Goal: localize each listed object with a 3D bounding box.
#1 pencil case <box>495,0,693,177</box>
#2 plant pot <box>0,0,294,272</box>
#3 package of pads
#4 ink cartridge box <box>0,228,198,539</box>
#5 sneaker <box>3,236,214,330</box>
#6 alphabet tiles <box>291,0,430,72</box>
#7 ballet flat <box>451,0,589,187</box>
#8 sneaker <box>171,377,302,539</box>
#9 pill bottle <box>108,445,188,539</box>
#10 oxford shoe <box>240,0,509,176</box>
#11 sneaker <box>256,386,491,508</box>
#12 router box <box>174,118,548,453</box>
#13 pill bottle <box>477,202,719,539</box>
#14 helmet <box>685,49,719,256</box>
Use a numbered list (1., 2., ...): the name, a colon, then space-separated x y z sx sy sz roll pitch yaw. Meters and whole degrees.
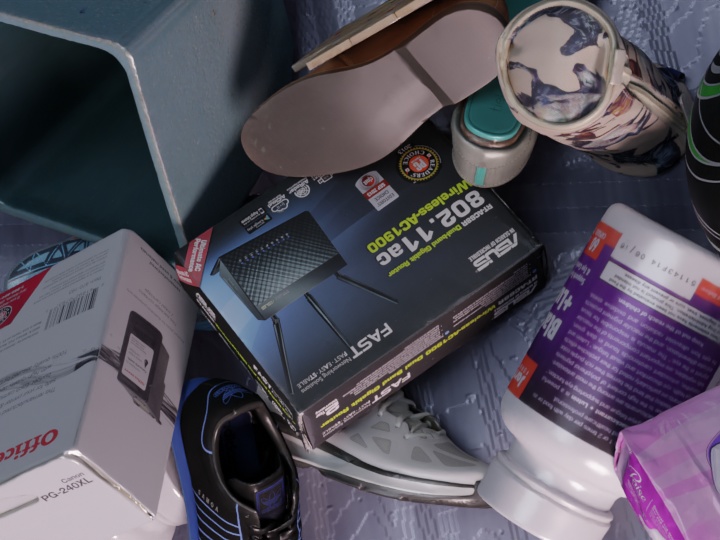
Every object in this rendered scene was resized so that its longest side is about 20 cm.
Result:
1. pencil case: 0.148 -0.108 1.208 0.089 0.200 0.078 0 84 23
2. plant pot: -0.153 -0.152 1.376 0.196 0.196 0.200 18 50 30
3. package of pads: 0.257 0.111 1.136 0.200 0.076 0.121 -24 64 -10
4. ink cartridge box: -0.196 0.090 1.300 0.145 0.083 0.200 -25 37 28
5. sneaker: -0.184 0.001 1.427 0.200 0.095 0.079 -4 78 28
6. alphabet tiles: 0.032 -0.177 1.299 0.167 0.200 0.008 -27 99 21
7. ballet flat: 0.103 -0.140 1.309 0.067 0.064 0.200 18 59 9
8. sneaker: -0.071 0.167 1.303 0.078 0.070 0.200 6 117 58
9. pill bottle: -0.200 0.166 1.395 0.200 0.111 0.111 -26 69 23
10. oxford shoe: 0.013 -0.122 1.282 0.200 0.071 0.071 -25 26 22
11. sneaker: 0.014 0.086 1.315 0.200 0.076 0.116 14 89 32
12. router box: 0.000 0.000 1.301 0.200 0.062 0.150 -35 64 -11
13. pill bottle: 0.155 0.069 1.220 0.111 0.111 0.200 31 96 29
14. helmet: 0.280 -0.073 1.134 0.191 0.200 0.200 -175 100 -74
